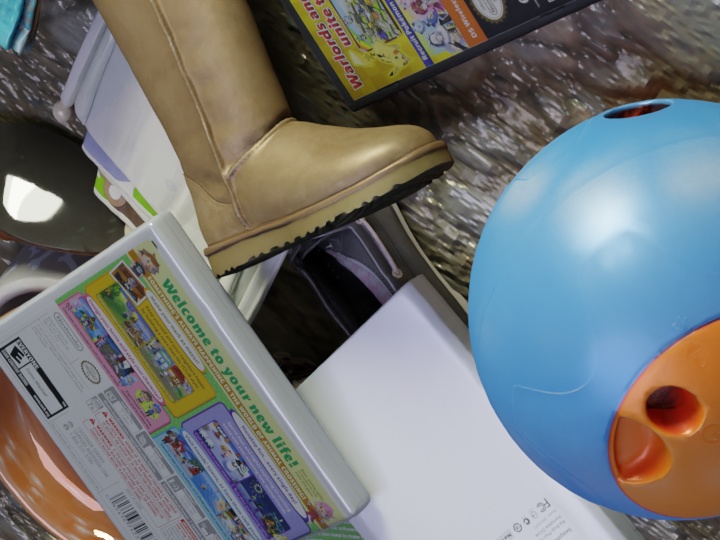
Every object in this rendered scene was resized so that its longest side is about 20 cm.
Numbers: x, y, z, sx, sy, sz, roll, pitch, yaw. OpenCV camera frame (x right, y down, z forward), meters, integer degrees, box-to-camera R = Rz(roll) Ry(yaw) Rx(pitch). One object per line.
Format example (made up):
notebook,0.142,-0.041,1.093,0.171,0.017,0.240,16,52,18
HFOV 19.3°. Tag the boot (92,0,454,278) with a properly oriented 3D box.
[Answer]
boot,-0.058,-0.112,1.119,0.174,0.066,0.201,-22,90,34

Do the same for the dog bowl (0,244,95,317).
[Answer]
dog bowl,-0.162,0.067,1.361,0.199,0.059,0.201,18,128,23

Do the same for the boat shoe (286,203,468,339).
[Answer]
boat shoe,0.000,0.000,1.206,0.200,0.057,0.067,48,134,-5

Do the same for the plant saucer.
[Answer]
plant saucer,-0.153,0.101,1.312,0.199,0.037,0.201,18,130,23

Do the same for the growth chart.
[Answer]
growth chart,-0.110,-0.059,1.229,0.200,0.018,0.145,52,135,13

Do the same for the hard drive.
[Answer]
hard drive,0.053,0.119,1.178,0.200,0.026,0.132,50,120,7

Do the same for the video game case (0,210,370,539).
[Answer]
video game case,-0.110,0.083,1.226,0.182,0.022,0.201,-29,98,42

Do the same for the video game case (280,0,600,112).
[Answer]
video game case,0.011,-0.197,1.085,0.180,0.026,0.201,-21,109,40

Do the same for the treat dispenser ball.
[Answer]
treat dispenser ball,0.151,0.019,1.022,0.200,0.201,0.202,17,129,23

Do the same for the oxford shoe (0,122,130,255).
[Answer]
oxford shoe,-0.222,-0.050,1.326,0.199,0.072,0.071,19,159,18

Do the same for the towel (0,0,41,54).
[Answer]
towel,-0.223,-0.224,1.130,0.146,0.022,0.201,29,133,10

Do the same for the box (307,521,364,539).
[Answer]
box,0.006,0.219,1.373,0.143,0.036,0.201,1,122,33

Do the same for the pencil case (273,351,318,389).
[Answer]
pencil case,0.022,0.110,1.257,0.199,0.090,0.078,17,157,23
